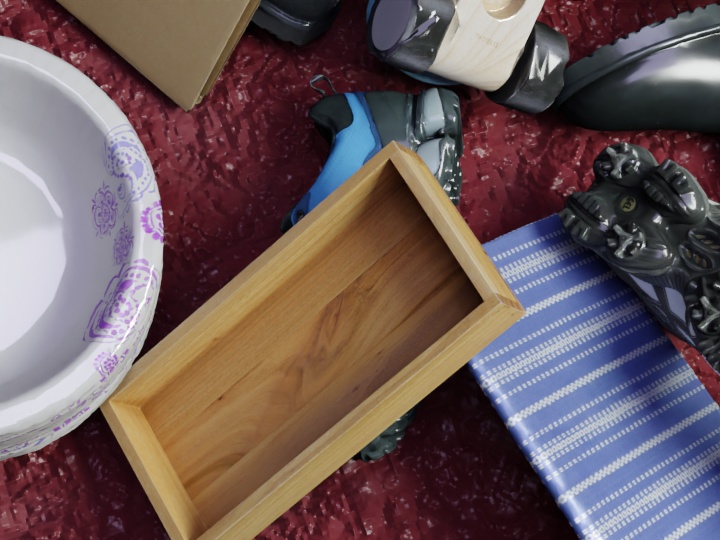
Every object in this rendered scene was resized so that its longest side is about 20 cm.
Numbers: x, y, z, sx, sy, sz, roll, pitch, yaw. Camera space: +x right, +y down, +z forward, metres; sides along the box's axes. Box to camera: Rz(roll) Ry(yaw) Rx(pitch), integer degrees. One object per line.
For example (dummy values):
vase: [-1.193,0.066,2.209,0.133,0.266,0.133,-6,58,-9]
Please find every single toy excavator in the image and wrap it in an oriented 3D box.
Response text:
toy excavator: [0.052,-0.207,0.995,0.099,0.200,0.196,14,109,-29]

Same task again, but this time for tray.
tray: [-0.027,0.042,0.894,0.200,0.037,0.099,-40,65,14]

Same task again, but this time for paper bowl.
paper bowl: [-0.195,-0.006,0.910,0.199,0.104,0.203,1,74,-5]

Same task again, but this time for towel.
towel: [0.120,0.069,0.930,0.144,0.024,0.201,-22,75,-47]

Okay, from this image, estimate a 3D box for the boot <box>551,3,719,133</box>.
boot: [0.215,-0.061,0.990,0.197,0.073,0.164,-19,83,-9]

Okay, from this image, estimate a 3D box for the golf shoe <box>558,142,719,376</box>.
golf shoe: [0.189,0.013,0.920,0.078,0.094,0.200,-45,53,4]

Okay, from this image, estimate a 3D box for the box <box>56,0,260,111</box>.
box: [-0.127,-0.202,0.951,0.200,0.164,0.021,40,40,6]

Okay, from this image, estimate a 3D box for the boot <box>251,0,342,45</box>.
boot: [-0.048,-0.229,0.934,0.164,0.200,0.066,30,50,-2]

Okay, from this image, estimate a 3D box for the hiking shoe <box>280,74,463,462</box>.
hiking shoe: [0.000,0.000,0.955,0.086,0.075,0.202,6,68,10]
